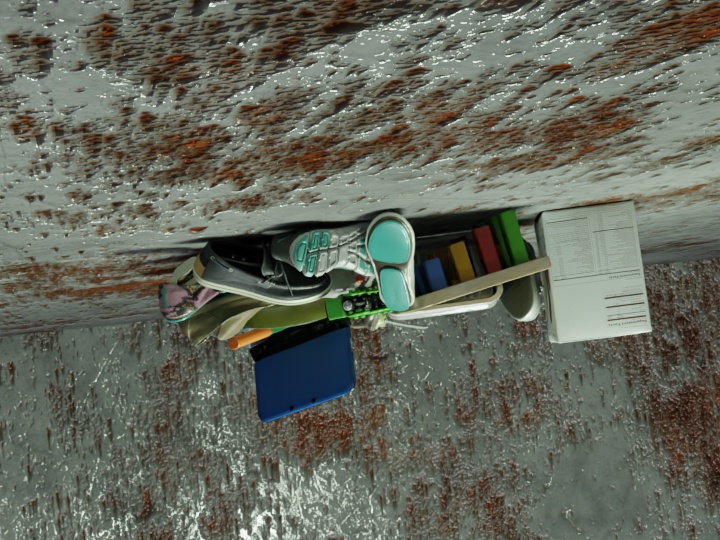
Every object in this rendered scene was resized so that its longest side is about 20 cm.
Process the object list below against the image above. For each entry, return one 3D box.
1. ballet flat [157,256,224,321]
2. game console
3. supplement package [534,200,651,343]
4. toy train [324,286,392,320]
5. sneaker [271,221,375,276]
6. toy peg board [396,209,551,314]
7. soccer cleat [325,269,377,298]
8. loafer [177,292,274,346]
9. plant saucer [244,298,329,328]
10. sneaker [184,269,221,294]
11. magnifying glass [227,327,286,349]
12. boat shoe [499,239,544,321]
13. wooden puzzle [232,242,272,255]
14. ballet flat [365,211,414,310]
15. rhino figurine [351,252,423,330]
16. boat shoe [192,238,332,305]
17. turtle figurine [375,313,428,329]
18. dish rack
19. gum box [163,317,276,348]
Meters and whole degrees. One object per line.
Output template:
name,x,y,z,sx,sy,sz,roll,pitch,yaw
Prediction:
ballet flat,-0.227,0.011,1.667,0.069,0.072,0.200,1,-162,26
game console,-0.070,0.142,1.861,0.199,0.119,0.170,-22,-177,30
supplement package,0.363,0.007,1.825,0.146,0.202,0.191,-7,176,5
toy train,0.001,0.048,1.679,0.056,0.042,0.200,-12,177,19
sneaker,-0.041,-0.035,1.590,0.091,0.078,0.199,11,-174,43
toy peg board,0.150,-0.014,1.706,0.197,0.099,0.200,-17,177,-10
soccer cleat,0.000,0.000,1.730,0.077,0.070,0.200,-27,175,30
loafer,-0.192,0.063,1.742,0.199,0.068,0.076,-17,-171,33
plant saucer,-0.118,0.047,1.847,0.198,0.031,0.200,-7,-166,2
sneaker,-0.176,0.010,1.814,0.199,0.068,0.090,-13,-170,-28
magnifying glass,-0.136,0.089,1.825,0.079,0.023,0.199,-23,180,39
boat shoe,0.263,0.009,1.853,0.064,0.203,0.075,24,120,-23
wooden puzzle,-0.099,-0.022,1.712,0.198,0.047,0.185,-6,176,-8
ballet flat,0.046,-0.027,1.572,0.069,0.070,0.201,-7,140,2
rhino figurine,0.057,0.029,1.949,0.200,0.088,0.060,-40,-169,-5
boat shoe,-0.130,-0.001,1.590,0.198,0.075,0.063,11,129,-16
turtle figurine,0.026,0.036,2.079,0.193,0.145,0.199,-5,175,42
dish rack,0.123,0.014,1.863,0.198,0.172,0.044,-8,132,0
gum box,-0.207,0.061,1.959,0.199,0.045,0.169,15,-154,34
